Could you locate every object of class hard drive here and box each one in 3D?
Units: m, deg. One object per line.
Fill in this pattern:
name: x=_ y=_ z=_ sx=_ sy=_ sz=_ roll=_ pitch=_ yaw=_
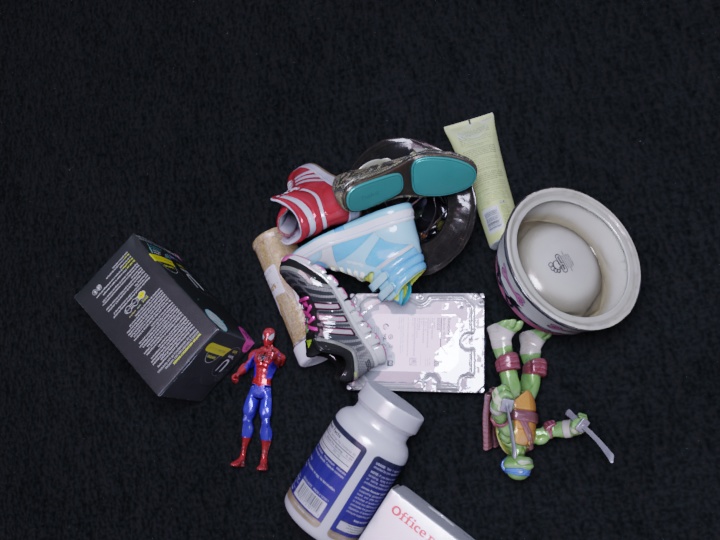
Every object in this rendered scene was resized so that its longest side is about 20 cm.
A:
hard drive: x=0.079 y=0.103 z=1.127 sx=0.196 sy=0.038 sz=0.143 roll=0 pitch=79 yaw=12

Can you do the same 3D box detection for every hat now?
hat: x=0.076 y=-0.095 z=1.141 sx=0.197 sy=0.081 sz=0.205 roll=3 pitch=99 yaw=19

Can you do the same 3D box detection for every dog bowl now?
dog bowl: x=0.267 y=-0.005 z=1.051 sx=0.196 sy=0.074 sz=0.204 roll=7 pitch=65 yaw=-15

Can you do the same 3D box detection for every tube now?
tube: x=0.185 y=-0.132 z=1.151 sx=0.052 sy=0.057 sz=0.203 roll=-37 pitch=62 yaw=49

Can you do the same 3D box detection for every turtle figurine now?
turtle figurine: x=0.231 y=0.161 z=1.017 sx=0.141 sy=0.201 sz=0.198 roll=0 pitch=69 yaw=-3

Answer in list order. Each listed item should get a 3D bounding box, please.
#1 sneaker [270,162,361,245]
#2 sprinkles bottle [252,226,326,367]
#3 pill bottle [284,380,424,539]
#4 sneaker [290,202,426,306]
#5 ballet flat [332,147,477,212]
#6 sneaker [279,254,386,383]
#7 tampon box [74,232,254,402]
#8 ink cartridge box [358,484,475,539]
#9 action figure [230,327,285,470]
sneaker: x=-0.090 y=-0.096 z=1.128 sx=0.111 sy=0.199 sz=0.072 roll=-24 pitch=114 yaw=-21
sprinkles bottle: x=-0.094 y=0.037 z=1.163 sx=0.067 sy=0.068 sz=0.203 roll=-26 pitch=74 yaw=6
pill bottle: x=-0.006 y=0.257 z=1.063 sx=0.115 sy=0.116 sz=0.202 roll=34 pitch=93 yaw=17
sneaker: x=0.000 y=0.000 z=1.096 sx=0.197 sy=0.079 sz=0.133 roll=-21 pitch=90 yaw=23
ballet flat: x=0.055 y=-0.129 z=1.053 sx=0.196 sy=0.069 sz=0.076 roll=-14 pitch=38 yaw=-14
sneaker: x=-0.052 y=0.071 z=1.071 sx=0.087 sy=0.074 sz=0.201 roll=-42 pitch=98 yaw=-21
tampon box: x=-0.279 y=0.072 z=1.154 sx=0.126 sy=0.150 sz=0.200 roll=-46 pitch=73 yaw=0
ink cartridge box: x=0.049 y=0.411 z=1.043 sx=0.145 sy=0.086 sz=0.202 roll=32 pitch=88 yaw=17
action figure: x=-0.151 y=0.179 z=1.133 sx=0.064 sy=0.099 sz=0.204 roll=5 pitch=77 yaw=12
